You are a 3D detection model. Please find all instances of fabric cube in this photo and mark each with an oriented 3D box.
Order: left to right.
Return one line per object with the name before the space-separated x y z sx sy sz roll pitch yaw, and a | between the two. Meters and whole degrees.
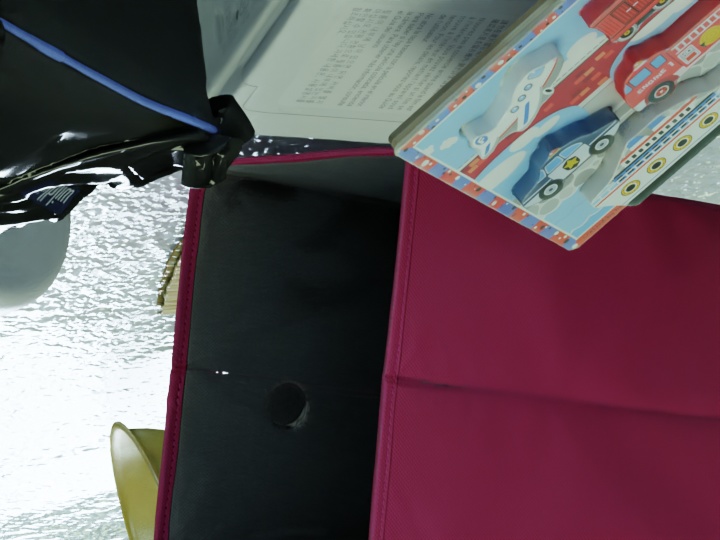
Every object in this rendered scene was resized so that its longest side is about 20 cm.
fabric cube | 0.044 0.057 1.317 0.199 0.200 0.196 9 175 -32

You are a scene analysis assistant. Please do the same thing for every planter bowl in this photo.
planter bowl | -0.070 0.167 1.653 0.083 0.201 0.200 -19 160 -14

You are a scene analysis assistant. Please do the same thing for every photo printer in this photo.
photo printer | 0.049 -0.109 1.155 0.200 0.070 0.166 3 154 -22

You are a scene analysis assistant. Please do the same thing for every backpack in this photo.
backpack | -0.174 -0.084 1.054 0.200 0.147 0.183 -24 153 29

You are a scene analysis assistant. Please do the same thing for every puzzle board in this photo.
puzzle board | 0.122 -0.088 1.109 0.200 0.017 0.151 -41 149 15

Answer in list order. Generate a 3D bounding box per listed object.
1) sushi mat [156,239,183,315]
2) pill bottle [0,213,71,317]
sushi mat | 0.000 0.000 1.477 0.200 0.012 0.096 -1 158 -13
pill bottle | -0.234 -0.012 1.250 0.200 0.120 0.120 -20 154 31
